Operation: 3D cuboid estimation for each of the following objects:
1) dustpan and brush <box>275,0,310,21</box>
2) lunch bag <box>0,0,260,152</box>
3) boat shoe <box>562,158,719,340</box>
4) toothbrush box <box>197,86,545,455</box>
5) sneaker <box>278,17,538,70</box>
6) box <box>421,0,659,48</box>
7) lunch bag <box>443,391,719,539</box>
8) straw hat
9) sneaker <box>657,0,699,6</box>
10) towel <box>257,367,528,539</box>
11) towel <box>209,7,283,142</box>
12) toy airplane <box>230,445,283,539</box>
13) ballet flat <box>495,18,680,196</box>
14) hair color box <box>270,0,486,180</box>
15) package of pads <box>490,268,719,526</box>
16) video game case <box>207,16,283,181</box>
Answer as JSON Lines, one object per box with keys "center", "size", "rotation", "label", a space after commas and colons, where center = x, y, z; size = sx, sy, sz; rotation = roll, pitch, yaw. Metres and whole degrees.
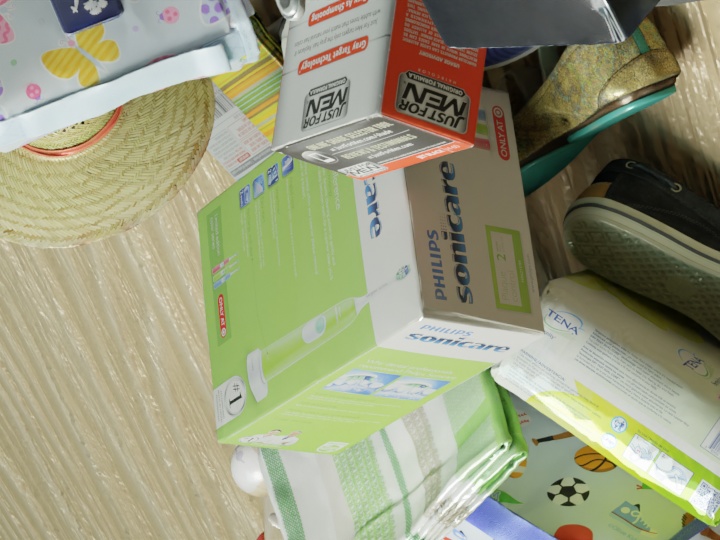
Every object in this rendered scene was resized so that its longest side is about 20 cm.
{"center": [-0.032, -0.177, 1.191], "size": [0.057, 0.200, 0.140], "rotation": [17, 125, -30], "label": "dustpan and brush"}
{"center": [-0.157, -0.160, 1.369], "size": [0.200, 0.169, 0.127], "rotation": [-113, 3, -48], "label": "lunch bag"}
{"center": [0.208, 0.001, 1.342], "size": [0.200, 0.062, 0.075], "rotation": [28, 145, -3], "label": "boat shoe"}
{"center": [0.000, 0.000, 1.329], "size": [0.086, 0.146, 0.200], "rotation": [9, 152, -33], "label": "toothbrush box"}
{"center": [0.020, -0.153, 1.322], "size": [0.199, 0.081, 0.115], "rotation": [-29, 63, 33], "label": "sneaker"}
{"center": [0.096, -0.214, 1.049], "size": [0.107, 0.200, 0.148], "rotation": [3, 134, 46], "label": "box"}
{"center": [0.135, 0.141, 1.436], "size": [0.170, 0.200, 0.124], "rotation": [30, 110, 24], "label": "lunch bag"}
{"center": [-0.191, -0.121, 1.493], "size": [0.201, 0.201, 0.085], "rotation": [30, 161, 19], "label": "straw hat"}
{"center": [0.170, -0.165, 1.175], "size": [0.200, 0.082, 0.077], "rotation": [-2, 90, 30], "label": "sneaker"}
{"center": [0.011, 0.099, 1.382], "size": [0.200, 0.031, 0.149], "rotation": [-49, 47, 36], "label": "towel"}
{"center": [-0.021, -0.079, 1.501], "size": [0.200, 0.018, 0.086], "rotation": [46, 155, -11], "label": "towel"}
{"center": [-0.050, 0.173, 1.723], "size": [0.200, 0.199, 0.141], "rotation": [-1, 140, 52], "label": "toy airplane"}
{"center": [0.108, -0.092, 1.340], "size": [0.071, 0.071, 0.200], "rotation": [44, 151, -5], "label": "ballet flat"}
{"center": [0.018, -0.155, 1.221], "size": [0.061, 0.200, 0.101], "rotation": [18, 163, -31], "label": "hair color box"}
{"center": [0.166, 0.061, 1.355], "size": [0.154, 0.068, 0.200], "rotation": [34, -167, 12], "label": "package of pads"}
{"center": [-0.016, -0.073, 1.540], "size": [0.182, 0.024, 0.200], "rotation": [47, 149, -10], "label": "video game case"}
